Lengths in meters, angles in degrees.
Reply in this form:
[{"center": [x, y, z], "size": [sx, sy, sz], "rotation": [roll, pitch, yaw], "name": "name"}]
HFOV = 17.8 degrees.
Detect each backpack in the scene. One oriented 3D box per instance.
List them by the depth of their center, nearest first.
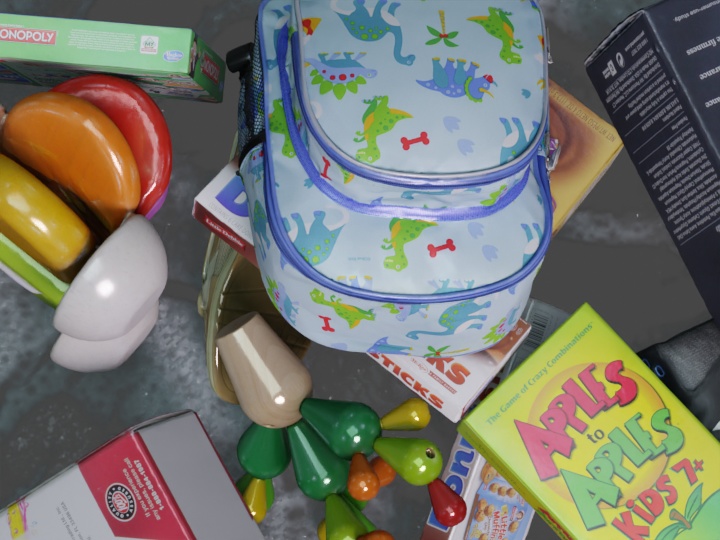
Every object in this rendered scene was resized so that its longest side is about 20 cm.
[{"center": [0.022, -0.063, 1.284], "size": [0.182, 0.147, 0.201], "rotation": [1, 64, -9], "name": "backpack"}]

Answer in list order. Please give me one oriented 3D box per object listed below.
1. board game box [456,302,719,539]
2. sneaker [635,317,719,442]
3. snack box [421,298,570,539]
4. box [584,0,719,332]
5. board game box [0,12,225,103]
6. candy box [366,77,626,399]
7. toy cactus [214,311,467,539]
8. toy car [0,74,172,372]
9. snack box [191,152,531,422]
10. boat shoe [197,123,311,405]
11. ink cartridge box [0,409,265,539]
[{"center": [0.161, 0.128, 1.334], "size": [0.102, 0.048, 0.200], "rotation": [-43, 85, -8], "name": "board game box"}, {"center": [0.181, 0.111, 1.402], "size": [0.200, 0.073, 0.112], "rotation": [-43, 80, -7], "name": "sneaker"}, {"center": [0.085, 0.118, 1.402], "size": [0.024, 0.072, 0.201], "rotation": [18, 88, 42], "name": "snack box"}, {"center": [0.250, -0.077, 1.363], "size": [0.147, 0.104, 0.201], "rotation": [-23, 83, -19], "name": "box"}, {"center": [-0.191, -0.134, 1.417], "size": [0.199, 0.135, 0.029], "rotation": [6, 87, 5], "name": "board game box"}, {"center": [0.057, -0.036, 1.405], "size": [0.116, 0.056, 0.200], "rotation": [37, 78, 7], "name": "candy box"}, {"center": [-0.024, 0.097, 1.369], "size": [0.102, 0.200, 0.166], "rotation": [-36, 103, -25], "name": "toy cactus"}, {"center": [-0.179, -0.046, 1.388], "size": [0.175, 0.200, 0.150], "rotation": [38, 74, 3], "name": "toy car"}, {"center": [0.000, 0.000, 1.344], "size": [0.200, 0.024, 0.072], "rotation": [38, 64, 9], "name": "snack box"}, {"center": [-0.063, -0.017, 1.440], "size": [0.073, 0.063, 0.202], "rotation": [6, 93, -27], "name": "boat shoe"}, {"center": [-0.159, 0.196, 1.390], "size": [0.199, 0.083, 0.146], "rotation": [-32, 84, 23], "name": "ink cartridge box"}]
